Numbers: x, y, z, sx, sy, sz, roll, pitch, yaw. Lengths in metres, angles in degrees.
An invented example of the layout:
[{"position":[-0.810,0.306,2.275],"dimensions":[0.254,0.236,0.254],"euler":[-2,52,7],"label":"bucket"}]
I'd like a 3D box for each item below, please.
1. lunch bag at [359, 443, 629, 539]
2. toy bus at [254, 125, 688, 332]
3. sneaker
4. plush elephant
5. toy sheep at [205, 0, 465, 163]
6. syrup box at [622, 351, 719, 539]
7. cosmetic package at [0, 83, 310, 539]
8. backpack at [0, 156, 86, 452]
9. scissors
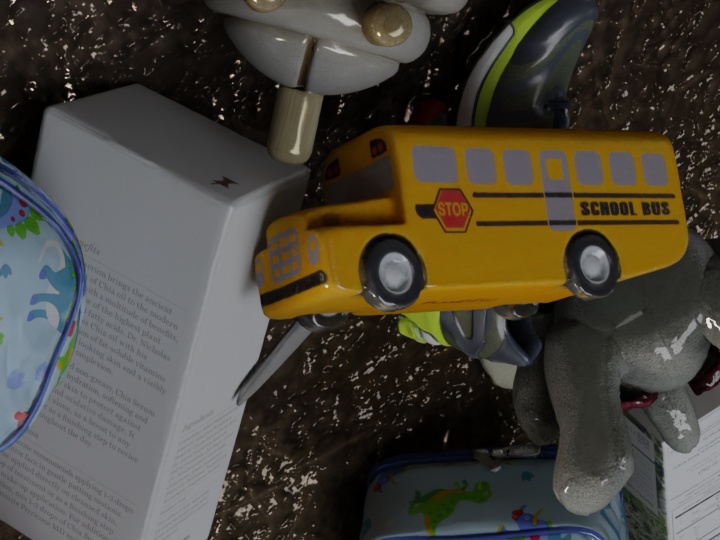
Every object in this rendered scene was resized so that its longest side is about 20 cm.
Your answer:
[{"position":[0.083,0.192,0.947],"dimensions":[0.159,0.083,0.201],"euler":[-6,130,14],"label":"lunch bag"},{"position":[0.051,-0.020,0.700],"dimensions":[0.198,0.065,0.079],"euler":[-2,81,-33],"label":"toy bus"},{"position":[0.087,-0.043,0.811],"dimensions":[0.074,0.080,0.202],"euler":[-15,126,-59],"label":"sneaker"},{"position":[0.154,0.040,0.894],"dimensions":[0.164,0.201,0.155],"euler":[-29,156,2],"label":"plush elephant"},{"position":[-0.008,-0.143,0.643],"dimensions":[0.137,0.137,0.202],"euler":[14,98,-40],"label":"toy sheep"},{"position":[0.206,0.141,1.040],"dimensions":[0.081,0.079,0.201],"euler":[-28,132,-17],"label":"syrup box"},{"position":[-0.103,0.031,0.717],"dimensions":[0.071,0.101,0.202],"euler":[-29,141,-58],"label":"cosmetic package"},{"position":[-0.202,-0.003,0.604],"dimensions":[0.200,0.153,0.165],"euler":[32,76,-50],"label":"backpack"},{"position":[0.000,0.000,0.779],"dimensions":[0.201,0.014,0.073],"euler":[-59,158,-24],"label":"scissors"}]
